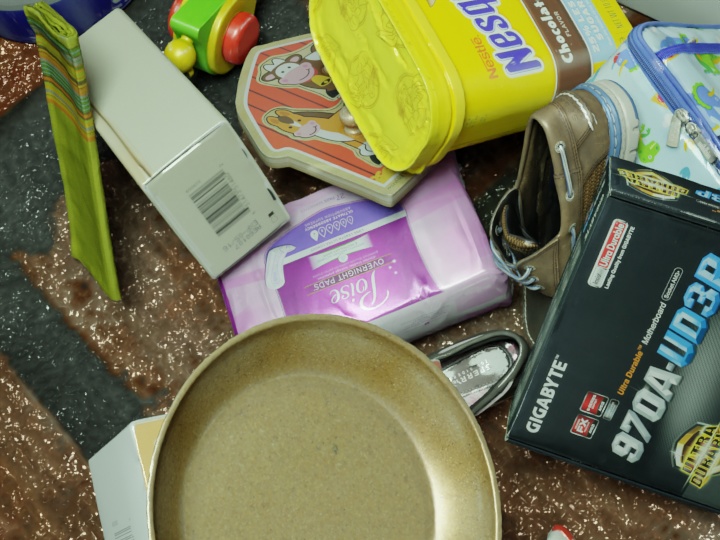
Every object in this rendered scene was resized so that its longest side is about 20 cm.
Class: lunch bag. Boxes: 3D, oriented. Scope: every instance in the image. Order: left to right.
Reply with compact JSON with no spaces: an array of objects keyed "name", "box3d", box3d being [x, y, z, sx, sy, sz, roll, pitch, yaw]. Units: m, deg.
[{"name":"lunch bag","box3d":[0.248,-0.092,0.721,0.198,0.083,0.162,-8,60,-42]}]

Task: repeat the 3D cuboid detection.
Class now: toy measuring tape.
[{"name":"toy measuring tape","box3d":[-0.100,-0.219,0.878,0.073,0.074,0.201,23,54,13]}]

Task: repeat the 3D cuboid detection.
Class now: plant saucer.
[{"name":"plant saucer","box3d":[-0.019,0.124,0.562,0.198,0.035,0.203,9,68,-23]}]

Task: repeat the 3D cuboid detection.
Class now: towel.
[{"name":"towel","box3d":[-0.203,-0.082,0.763,0.018,0.202,0.086,-17,33,-24]}]

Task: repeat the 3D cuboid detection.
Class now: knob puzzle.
[{"name":"knob puzzle","box3d":[-0.008,-0.140,0.803,0.216,0.031,0.221,-2,43,2]}]

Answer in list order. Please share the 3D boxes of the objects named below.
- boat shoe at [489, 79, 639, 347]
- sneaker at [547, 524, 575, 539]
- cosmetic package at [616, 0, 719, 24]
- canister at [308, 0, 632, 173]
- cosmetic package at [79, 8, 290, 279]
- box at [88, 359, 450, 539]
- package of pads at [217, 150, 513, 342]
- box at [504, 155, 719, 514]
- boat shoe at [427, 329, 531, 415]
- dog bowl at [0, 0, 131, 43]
[{"name":"boat shoe","box3d":[0.121,-0.026,0.698,0.071,0.202,0.072,-14,35,-22]},{"name":"sneaker","box3d":[0.145,0.216,0.690,0.197,0.070,0.095,9,79,12]},{"name":"cosmetic package","box3d":[0.264,-0.237,0.806,0.199,0.108,0.085,31,77,14]},{"name":"canister","box3d":[0.083,-0.161,0.750,0.198,0.087,0.150,-18,70,-31]},{"name":"cosmetic package","box3d":[-0.140,-0.095,0.770,0.073,0.104,0.200,-39,45,-7]},{"name":"box","box3d":[-0.038,0.152,0.627,0.198,0.106,0.154,-9,75,-29]},{"name":"package of pads","box3d":[0.000,0.000,0.775,0.198,0.076,0.122,-22,66,-1]},{"name":"box","box3d":[0.193,0.046,0.660,0.157,0.202,0.046,18,35,3]},{"name":"boat shoe","box3d":[0.031,0.096,0.750,0.198,0.057,0.067,-29,72,-3]},{"name":"dog bowl","box3d":[-0.271,-0.297,0.903,0.197,0.079,0.203,-2,72,6]}]
